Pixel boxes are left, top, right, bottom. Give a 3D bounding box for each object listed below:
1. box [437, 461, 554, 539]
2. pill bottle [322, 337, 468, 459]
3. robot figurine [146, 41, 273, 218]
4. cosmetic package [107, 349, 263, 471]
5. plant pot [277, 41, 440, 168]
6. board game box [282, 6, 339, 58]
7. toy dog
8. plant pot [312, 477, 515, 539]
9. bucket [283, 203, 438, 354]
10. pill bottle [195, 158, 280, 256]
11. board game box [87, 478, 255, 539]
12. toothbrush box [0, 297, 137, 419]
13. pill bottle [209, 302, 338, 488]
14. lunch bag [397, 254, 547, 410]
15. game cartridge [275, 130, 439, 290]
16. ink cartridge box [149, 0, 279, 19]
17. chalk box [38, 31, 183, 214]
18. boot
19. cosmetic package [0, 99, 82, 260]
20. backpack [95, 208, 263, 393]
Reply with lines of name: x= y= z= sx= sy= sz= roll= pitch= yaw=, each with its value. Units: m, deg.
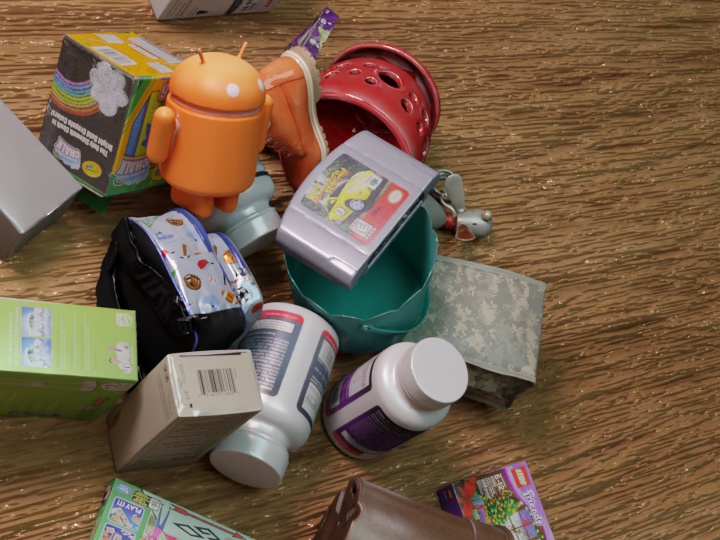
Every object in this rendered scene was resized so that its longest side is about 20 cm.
box: x=0.195 y=0.366 z=1.559 sx=0.136 sy=0.039 sz=0.201 roll=-9 pitch=72 yaw=-37
pill bottle: x=0.045 y=0.156 z=1.463 sx=0.111 sy=0.200 sz=0.112 roll=14 pitch=60 yaw=-26
robot figurine: x=-0.172 y=-0.164 z=1.363 sx=0.143 sy=0.201 sz=0.117 roll=6 pitch=25 yaw=-11
cosmetic package: x=-0.198 y=0.157 z=1.304 sx=0.105 sy=0.200 sz=0.072 roll=0 pitch=66 yaw=-34
plant pot: x=0.007 y=-0.200 z=1.626 sx=0.200 sy=0.200 sz=0.183 roll=41 pitch=41 yaw=-9
board game box: x=-0.103 y=-0.269 z=1.635 sx=0.032 sy=0.120 sz=0.201 roll=34 pitch=52 yaw=-13
toy dog: x=0.115 y=-0.092 z=1.702 sx=0.199 sy=0.096 sz=0.133 roll=-18 pitch=78 yaw=-38
plant pot: x=0.048 y=0.353 z=1.382 sx=0.197 sy=0.200 sz=0.201 roll=27 pitch=54 yaw=-10
bucket: x=0.000 y=0.000 z=1.513 sx=0.206 sy=0.135 sz=0.208 roll=1 pitch=62 yaw=-1
pill bottle: x=-0.180 y=-0.119 z=1.504 sx=0.111 sy=0.111 sz=0.201 roll=-25 pitch=81 yaw=-39
board game box: x=-0.211 y=0.335 z=1.317 sx=0.199 sy=0.029 sz=0.135 roll=28 pitch=54 yaw=-19
toothbrush box: x=-0.358 y=0.097 z=1.266 sx=0.199 sy=0.146 sz=0.087 roll=6 pitch=64 yaw=-30
pill bottle: x=-0.108 y=0.151 z=1.418 sx=0.119 sy=0.120 sz=0.201 roll=31 pitch=55 yaw=-17
lunch bag: x=0.140 y=0.078 z=1.615 sx=0.199 sy=0.118 sz=0.165 roll=19 pitch=58 yaw=-11
game cartridge: x=-0.009 y=-0.082 z=1.463 sx=0.133 sy=0.041 sz=0.200 roll=30 pitch=64 yaw=19
ink cartridge box: x=-0.186 y=-0.427 z=1.644 sx=0.199 sy=0.146 sz=0.084 roll=-15 pitch=77 yaw=-36
chalk box: x=-0.297 y=-0.170 z=1.418 sx=0.124 sy=0.201 sz=0.124 roll=32 pitch=27 yaw=21
boot: x=-0.102 y=-0.173 z=1.495 sx=0.075 sy=0.201 sz=0.107 roll=25 pitch=47 yaw=38
cosmetic package: x=-0.435 y=-0.125 z=1.370 sx=0.200 sy=0.090 sz=0.107 roll=50 pitch=50 yaw=-5
backpack: x=-0.216 y=0.025 z=1.377 sx=0.154 sy=0.200 sz=0.191 roll=-21 pitch=72 yaw=-43
